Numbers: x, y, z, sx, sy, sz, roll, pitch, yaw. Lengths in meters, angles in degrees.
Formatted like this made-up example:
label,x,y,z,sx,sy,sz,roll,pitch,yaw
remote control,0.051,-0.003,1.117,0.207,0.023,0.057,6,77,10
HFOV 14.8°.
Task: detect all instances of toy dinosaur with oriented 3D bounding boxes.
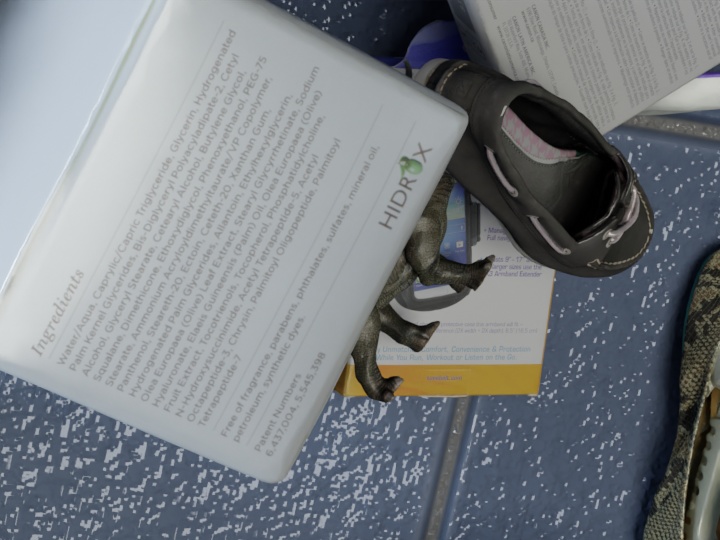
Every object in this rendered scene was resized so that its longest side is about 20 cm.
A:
label,x,y,z,sx,sy,sz,roll,pitch,yaw
toy dinosaur,0.000,0.000,1.395,0.102,0.077,0.200,38,99,-4

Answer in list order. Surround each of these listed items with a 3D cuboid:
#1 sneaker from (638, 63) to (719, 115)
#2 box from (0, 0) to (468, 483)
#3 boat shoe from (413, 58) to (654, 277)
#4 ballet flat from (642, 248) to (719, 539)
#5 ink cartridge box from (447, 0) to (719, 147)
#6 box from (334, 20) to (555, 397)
label,x,y,z,sx,sy,sz,roll,pitch,yaw
sneaker,0.213,-0.164,1.488,0.200,0.081,0.146,-9,93,-14
box,-0.097,-0.040,1.290,0.171,0.199,0.200,27,92,-29
boat shoe,0.097,-0.043,1.356,0.200,0.057,0.067,33,76,-47
ballet flat,0.210,0.088,1.550,0.068,0.075,0.200,7,101,-27
ink cartridge box,0.140,-0.161,1.381,0.200,0.050,0.161,-33,134,-9
box,0.048,-0.033,1.457,0.119,0.041,0.200,1,102,-26
